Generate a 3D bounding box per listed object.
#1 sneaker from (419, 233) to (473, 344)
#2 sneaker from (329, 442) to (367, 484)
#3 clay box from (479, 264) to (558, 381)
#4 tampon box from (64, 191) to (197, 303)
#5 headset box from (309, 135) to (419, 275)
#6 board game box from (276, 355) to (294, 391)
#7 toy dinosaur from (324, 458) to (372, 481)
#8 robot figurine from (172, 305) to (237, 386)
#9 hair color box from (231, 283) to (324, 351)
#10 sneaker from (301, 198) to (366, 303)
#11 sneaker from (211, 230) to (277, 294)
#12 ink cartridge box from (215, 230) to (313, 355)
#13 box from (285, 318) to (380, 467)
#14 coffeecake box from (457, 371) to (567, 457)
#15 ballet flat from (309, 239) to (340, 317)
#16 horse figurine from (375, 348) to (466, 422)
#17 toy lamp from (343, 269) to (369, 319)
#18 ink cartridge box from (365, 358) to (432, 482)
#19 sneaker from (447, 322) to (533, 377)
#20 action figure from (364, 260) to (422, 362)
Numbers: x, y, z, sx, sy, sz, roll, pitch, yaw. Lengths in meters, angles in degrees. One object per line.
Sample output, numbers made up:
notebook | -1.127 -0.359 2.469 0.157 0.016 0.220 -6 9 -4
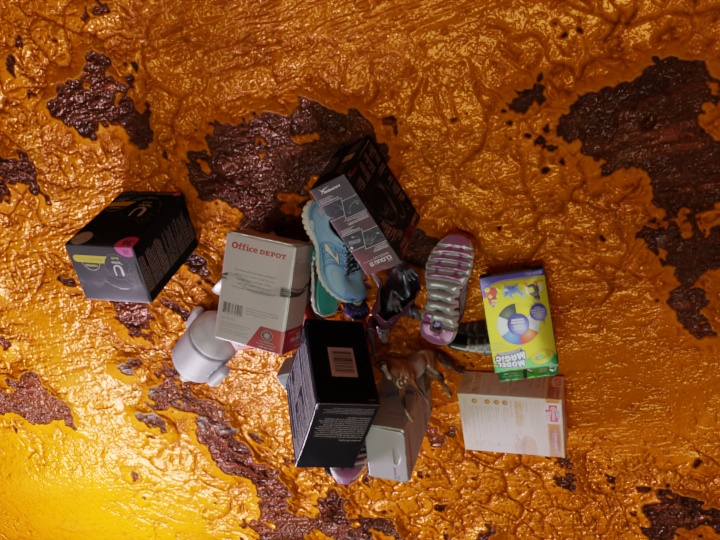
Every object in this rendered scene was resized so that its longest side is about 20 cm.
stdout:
sneaker | 0.160 0.029 1.410 0.080 0.088 0.201 16 106 20
sneaker | -0.038 0.350 1.563 0.080 0.201 0.089 4 127 -14
clay box | 0.282 0.099 1.382 0.114 0.048 0.201 -9 96 13
tampon box | -0.431 -0.048 1.497 0.149 0.200 0.127 2 124 18
headset box | 0.018 -0.103 1.328 0.077 0.149 0.200 -20 116 30
board game box | -0.064 0.265 1.672 0.147 0.064 0.200 -17 118 29
toy dinosaur | 0.005 0.364 1.629 0.181 0.105 0.200 -33 97 13
robot figurine | -0.325 0.161 1.659 0.200 0.113 0.170 -47 65 38
hair color box | -0.164 0.092 1.562 0.199 0.102 0.061 -13 118 28
sneaker | -0.034 -0.034 1.374 0.090 0.078 0.201 -8 110 45
sneaker | -0.200 0.021 1.543 0.116 0.074 0.200 47 125 -11
ink cartridge box | -0.175 0.036 1.431 0.146 0.083 0.201 13 100 21
box | -0.057 0.229 1.462 0.123 0.201 0.199 5 133 -17
coffeecake box | 0.302 0.283 1.544 0.199 0.073 0.154 1 124 20
ballet flat | -0.067 -0.014 1.465 0.071 0.072 0.201 9 101 13
horse figurine | 0.116 0.200 1.501 0.050 0.200 0.133 -38 78 45
toy lamp | 0.000 0.000 1.468 0.058 0.058 0.201 12 129 11
ink cartridge box | 0.077 0.293 1.552 0.087 0.200 0.146 4 126 16
sneaker | 0.264 0.160 1.473 0.199 0.075 0.116 -3 125 21
action figure | 0.044 0.074 1.473 0.149 0.134 0.200 57 158 17
